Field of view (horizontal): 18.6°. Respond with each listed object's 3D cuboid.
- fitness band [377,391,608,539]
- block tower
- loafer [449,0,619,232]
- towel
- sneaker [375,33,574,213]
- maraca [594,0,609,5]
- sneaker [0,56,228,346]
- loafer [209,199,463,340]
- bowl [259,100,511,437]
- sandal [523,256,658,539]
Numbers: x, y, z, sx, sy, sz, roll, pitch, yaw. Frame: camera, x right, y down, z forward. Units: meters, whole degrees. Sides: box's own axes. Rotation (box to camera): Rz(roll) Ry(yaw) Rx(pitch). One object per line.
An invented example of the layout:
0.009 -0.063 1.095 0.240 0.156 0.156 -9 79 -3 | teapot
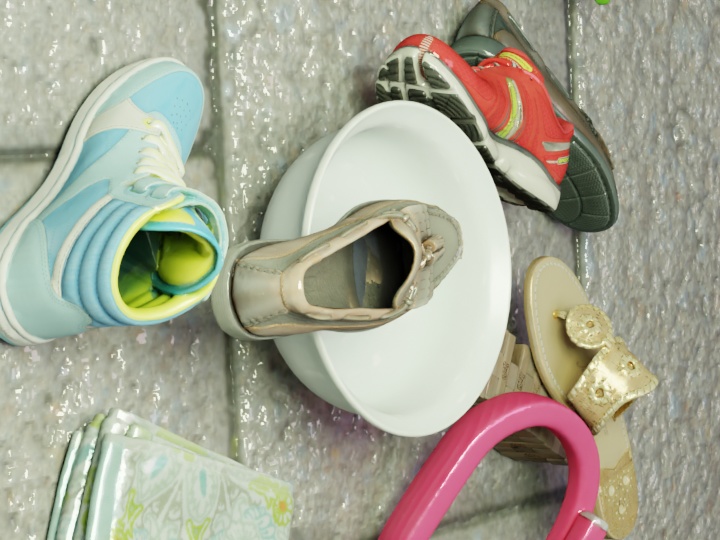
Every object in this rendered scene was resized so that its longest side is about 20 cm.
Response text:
0.086 0.176 1.439 0.144 0.037 0.200 39 81 -34 | fitness band
0.084 0.073 1.479 0.200 0.054 0.058 35 63 -46 | block tower
0.130 -0.108 1.532 0.200 0.072 0.063 49 47 -37 | loafer
-0.110 0.193 1.230 0.171 0.048 0.201 28 68 -48 | towel
0.077 -0.110 1.413 0.200 0.077 0.085 38 69 -54 | sneaker
0.161 -0.289 1.543 0.137 0.106 0.201 -56 140 -53 | maraca
-0.106 -0.040 1.171 0.080 0.130 0.200 54 49 -35 | sneaker
0.003 0.001 1.222 0.200 0.063 0.072 -16 99 -49 | loafer
0.000 0.000 1.338 0.201 0.090 0.202 3 86 -50 | bowl
0.175 0.086 1.496 0.078 0.069 0.213 -35 117 -47 | sandal
